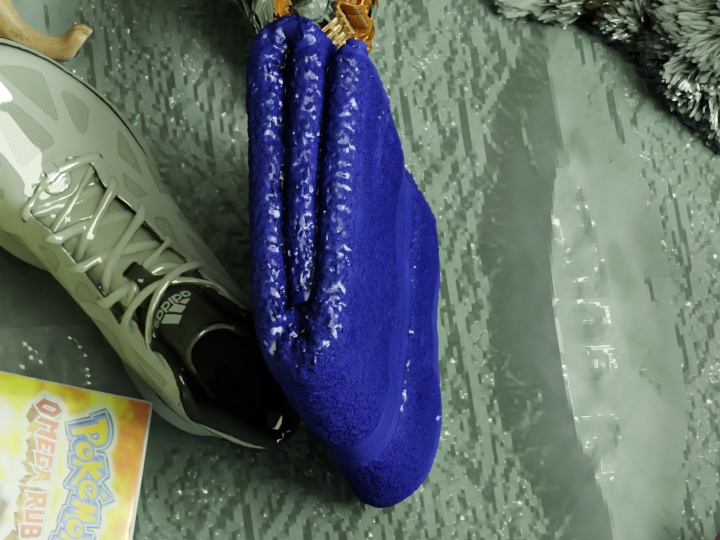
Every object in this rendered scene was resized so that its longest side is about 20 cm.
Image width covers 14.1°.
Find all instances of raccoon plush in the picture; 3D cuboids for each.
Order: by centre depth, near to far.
[{"bbox_3d":[0.171,-0.112,1.278,0.199,0.134,0.097,3,75,-20],"label":"raccoon plush"}]

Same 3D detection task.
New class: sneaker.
[{"bbox_3d":[-0.085,-0.010,1.134,0.076,0.115,0.201,-44,109,-12],"label":"sneaker"}]

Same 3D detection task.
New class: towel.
[{"bbox_3d":[0.000,0.000,1.148,0.049,0.200,0.148,-6,71,10],"label":"towel"}]

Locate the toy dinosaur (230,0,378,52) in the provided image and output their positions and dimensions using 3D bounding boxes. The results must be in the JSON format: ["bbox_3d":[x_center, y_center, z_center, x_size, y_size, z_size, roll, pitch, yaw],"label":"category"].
[{"bbox_3d":[-0.019,-0.157,1.208,0.102,0.200,0.136,19,46,10],"label":"toy dinosaur"}]

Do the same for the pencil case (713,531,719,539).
[{"bbox_3d":[0.240,0.169,1.252,0.199,0.087,0.088,19,69,-14],"label":"pencil case"}]

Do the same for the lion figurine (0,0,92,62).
[{"bbox_3d":[-0.146,-0.150,1.204,0.122,0.072,0.200,36,68,-4],"label":"lion figurine"}]

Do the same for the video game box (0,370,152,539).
[{"bbox_3d":[-0.184,0.130,1.122,0.182,0.047,0.201,13,71,-18],"label":"video game box"}]
